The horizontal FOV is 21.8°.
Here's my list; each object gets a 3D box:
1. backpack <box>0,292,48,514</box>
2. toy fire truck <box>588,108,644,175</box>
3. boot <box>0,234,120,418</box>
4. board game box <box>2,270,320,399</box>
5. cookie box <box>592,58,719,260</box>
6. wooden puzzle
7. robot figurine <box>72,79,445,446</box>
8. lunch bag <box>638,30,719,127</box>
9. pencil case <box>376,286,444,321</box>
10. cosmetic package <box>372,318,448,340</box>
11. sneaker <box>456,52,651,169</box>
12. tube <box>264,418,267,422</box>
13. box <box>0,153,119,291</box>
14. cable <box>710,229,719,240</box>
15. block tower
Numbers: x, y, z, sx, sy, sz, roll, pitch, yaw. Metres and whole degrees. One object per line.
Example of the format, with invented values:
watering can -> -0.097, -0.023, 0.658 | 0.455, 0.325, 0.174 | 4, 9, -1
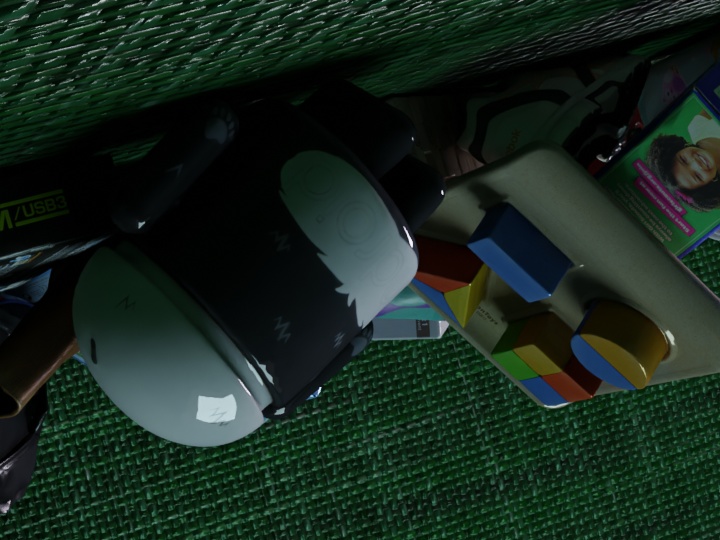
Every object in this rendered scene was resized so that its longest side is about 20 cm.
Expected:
backpack -> -0.283, 0.092, 1.220 | 0.153, 0.202, 0.190 | 17, -173, 18
toy fire truck -> 0.152, -0.072, 1.410 | 0.200, 0.049, 0.141 | -50, -178, -38
boot -> -0.178, 0.045, 1.075 | 0.188, 0.069, 0.200 | -28, -160, 49
board game box -> -0.143, 0.040, 1.296 | 0.199, 0.037, 0.151 | 37, 145, -28
cookie box -> 0.216, -0.076, 1.125 | 0.171, 0.075, 0.200 | -39, 175, -34
wooden puzzle -> 0.109, 0.018, 1.132 | 0.046, 0.185, 0.200 | -55, -164, -28
robot figurine -> -0.053, -0.005, 0.940 | 0.200, 0.150, 0.125 | -44, -176, -12
lunch bag -> 0.321, -0.125, 1.320 | 0.198, 0.123, 0.170 | -10, 174, -25
pencil case -> 0.000, 0.000, 1.314 | 0.197, 0.086, 0.093 | 0, 160, 3
cosmetic package -> 0.036, -0.015, 1.465 | 0.089, 0.108, 0.200 | -2, -172, 14
sneaker -> 0.127, -0.106, 1.188 | 0.079, 0.074, 0.200 | 23, -157, 19
tube -> -0.143, 0.041, 1.401 | 0.051, 0.199, 0.077 | -58, -174, -16
box -> -0.243, -0.002, 0.985 | 0.191, 0.048, 0.200 | -14, 177, -29
cable -> 0.337, -0.098, 1.483 | 0.198, 0.070, 0.200 | 15, -134, 29
block tower -> 0.049, -0.079, 1.184 | 0.054, 0.058, 0.199 | -17, 179, 31
